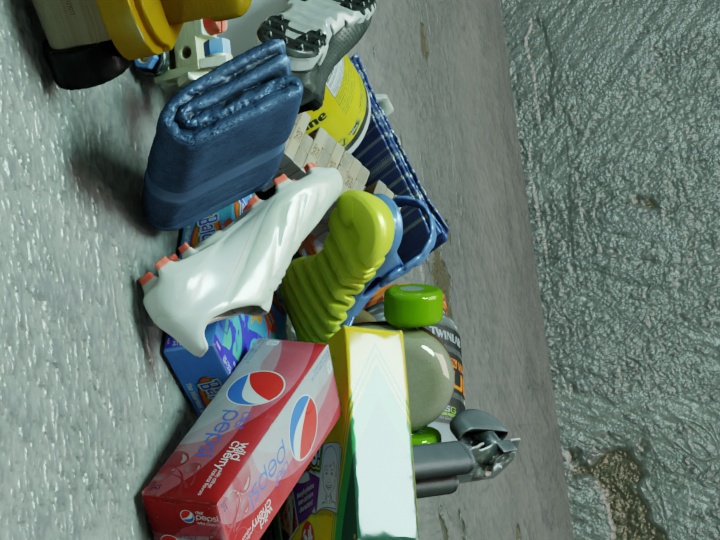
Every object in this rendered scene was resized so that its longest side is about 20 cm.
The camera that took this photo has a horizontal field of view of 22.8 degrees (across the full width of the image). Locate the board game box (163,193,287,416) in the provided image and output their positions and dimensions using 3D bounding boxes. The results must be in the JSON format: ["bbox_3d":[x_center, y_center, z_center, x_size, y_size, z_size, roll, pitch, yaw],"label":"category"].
[{"bbox_3d":[-0.104,0.032,1.447,0.153,0.045,0.201,68,19,-46],"label":"board game box"}]

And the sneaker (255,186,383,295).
[{"bbox_3d":[-0.055,-0.060,1.585,0.200,0.076,0.092,49,11,-16],"label":"sneaker"}]

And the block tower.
[{"bbox_3d":[-0.056,-0.092,1.481,0.200,0.058,0.054,40,47,-21],"label":"block tower"}]

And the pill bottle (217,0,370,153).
[{"bbox_3d":[-0.067,-0.174,1.586,0.200,0.112,0.113,50,33,-65],"label":"pill bottle"}]

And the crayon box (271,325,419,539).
[{"bbox_3d":[-0.020,0.159,1.475,0.200,0.058,0.174,137,-48,-60],"label":"crayon box"}]

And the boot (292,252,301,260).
[{"bbox_3d":[-0.039,-0.092,1.700,0.073,0.090,0.202,49,35,-66],"label":"boot"}]

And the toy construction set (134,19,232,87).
[{"bbox_3d":[-0.115,-0.206,1.356,0.092,0.130,0.202,32,53,-57],"label":"toy construction set"}]

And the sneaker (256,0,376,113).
[{"bbox_3d":[-0.044,-0.176,1.449,0.200,0.066,0.091,-54,164,-60],"label":"sneaker"}]

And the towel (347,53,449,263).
[{"bbox_3d":[0.006,-0.094,1.730,0.024,0.145,0.201,-21,81,-33],"label":"towel"}]

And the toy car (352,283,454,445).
[{"bbox_3d":[0.007,0.084,1.700,0.200,0.156,0.166,-92,-178,-79],"label":"toy car"}]

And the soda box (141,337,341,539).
[{"bbox_3d":[-0.083,0.133,1.317,0.200,0.063,0.070,-56,143,-50],"label":"soda box"}]

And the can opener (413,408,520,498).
[{"bbox_3d":[0.066,0.163,1.584,0.199,0.053,0.067,0,44,-46],"label":"can opener"}]

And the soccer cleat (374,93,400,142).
[{"bbox_3d":[-0.001,-0.107,1.880,0.070,0.086,0.201,62,24,-55],"label":"soccer cleat"}]

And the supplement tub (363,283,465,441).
[{"bbox_3d":[0.048,0.123,1.866,0.123,0.122,0.202,54,30,-63],"label":"supplement tub"}]

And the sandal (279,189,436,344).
[{"bbox_3d":[0.000,0.000,1.454,0.200,0.087,0.080,-46,-117,52],"label":"sandal"}]

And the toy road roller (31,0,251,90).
[{"bbox_3d":[-0.144,-0.218,1.213,0.201,0.145,0.124,-78,156,-56],"label":"toy road roller"}]

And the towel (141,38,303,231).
[{"bbox_3d":[-0.103,-0.091,1.277,0.049,0.111,0.200,59,-17,9],"label":"towel"}]

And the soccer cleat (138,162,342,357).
[{"bbox_3d":[-0.079,-0.009,1.346,0.200,0.069,0.078,-37,90,-33],"label":"soccer cleat"}]
